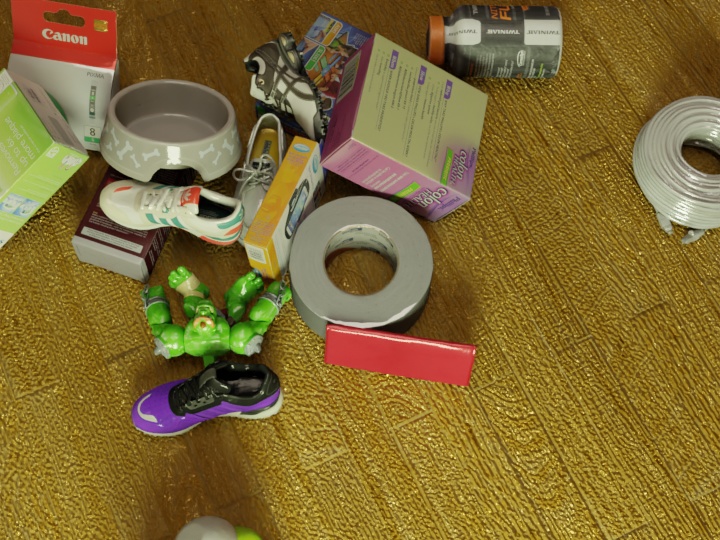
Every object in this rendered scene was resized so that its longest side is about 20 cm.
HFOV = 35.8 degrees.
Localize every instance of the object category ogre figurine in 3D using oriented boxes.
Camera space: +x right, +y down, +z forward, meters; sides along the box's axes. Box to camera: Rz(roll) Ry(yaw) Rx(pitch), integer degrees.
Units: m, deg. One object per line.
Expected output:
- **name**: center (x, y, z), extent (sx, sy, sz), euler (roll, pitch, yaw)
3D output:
- **ogre figurine**: center (-0.195, 0.064, 1.479), extent (0.197, 0.099, 0.121), euler (12, 45, -12)

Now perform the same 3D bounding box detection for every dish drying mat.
- **dish drying mat**: center (0.051, 0.110, 1.470), extent (0.197, 0.077, 0.018), euler (9, 46, 3)

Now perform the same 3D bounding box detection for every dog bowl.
- **dog bowl**: center (-0.261, -0.198, 1.543), extent (0.197, 0.059, 0.201), euler (6, 37, -4)

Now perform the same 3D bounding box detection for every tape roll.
- **tape roll**: center (0.000, 0.000, 1.527), extent (0.197, 0.066, 0.203), euler (1, 63, -1)

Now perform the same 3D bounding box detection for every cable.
- **cable**: center (0.493, -0.159, 1.615), extent (0.198, 0.069, 0.202), euler (-23, 67, -12)

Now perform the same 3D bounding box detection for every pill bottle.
- **pill bottle**: center (0.198, -0.344, 1.678), extent (0.197, 0.107, 0.108), euler (0, 63, -2)

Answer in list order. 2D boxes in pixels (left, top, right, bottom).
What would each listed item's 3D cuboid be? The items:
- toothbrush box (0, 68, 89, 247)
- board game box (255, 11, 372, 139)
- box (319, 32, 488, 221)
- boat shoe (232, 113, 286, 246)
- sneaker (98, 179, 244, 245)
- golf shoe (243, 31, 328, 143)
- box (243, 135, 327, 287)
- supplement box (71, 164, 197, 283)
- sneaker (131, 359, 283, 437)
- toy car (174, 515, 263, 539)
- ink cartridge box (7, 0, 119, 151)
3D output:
- **toothbrush box**: center (-0.495, -0.149, 1.532), extent (0.200, 0.086, 0.146), euler (-42, 69, 12)
- **board game box**: center (-0.050, -0.284, 1.680), extent (0.134, 0.035, 0.201), euler (28, 67, 12)
- **box**: center (0.063, -0.198, 1.563), extent (0.198, 0.096, 0.178), euler (24, 62, -22)
- **boat shoe**: center (-0.140, -0.135, 1.577), extent (0.073, 0.086, 0.205), euler (9, 63, 3)
- **sneaker**: center (-0.247, -0.092, 1.488), extent (0.197, 0.094, 0.071), euler (13, 66, -11)
- **golf shoe**: center (-0.106, -0.249, 1.607), extent (0.093, 0.078, 0.201), euler (-21, 56, -6)
- **box**: center (-0.098, -0.088, 1.536), extent (0.041, 0.120, 0.202), euler (16, 64, 12)
- **supplement box**: center (-0.313, -0.095, 1.567), extent (0.107, 0.061, 0.202), euler (18, 65, 7)
- **sneaker**: center (-0.199, 0.153, 1.425), extent (0.197, 0.100, 0.070), euler (-11, 62, -7)
- **toy car**: center (-0.194, 0.383, 1.299), extent (0.149, 0.176, 0.201), euler (9, 57, 44)
- **ink cartridge box**: center (-0.424, -0.275, 1.581), extent (0.158, 0.202, 0.050), euler (10, 35, 4)
